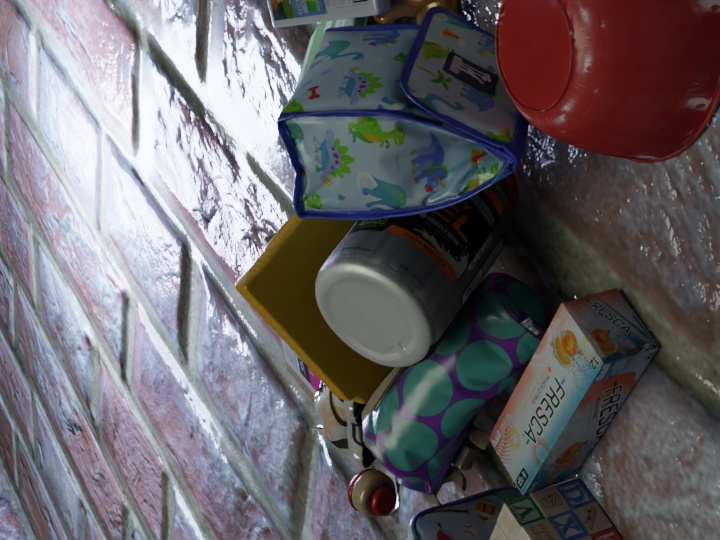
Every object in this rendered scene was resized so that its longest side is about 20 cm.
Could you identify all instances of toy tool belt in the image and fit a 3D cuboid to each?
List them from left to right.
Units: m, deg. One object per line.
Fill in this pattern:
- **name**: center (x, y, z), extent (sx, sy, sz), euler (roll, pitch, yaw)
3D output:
- **toy tool belt**: center (0.064, 0.169, 1.271), extent (0.122, 0.124, 0.202), euler (25, 94, 50)

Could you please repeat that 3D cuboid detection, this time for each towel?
- **towel**: center (-0.027, -0.237, 1.344), extent (0.200, 0.023, 0.154), euler (-45, 26, 57)

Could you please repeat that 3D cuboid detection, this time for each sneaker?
- **sneaker**: center (-0.017, 0.127, 1.326), extent (0.079, 0.074, 0.202), euler (27, 141, 23)

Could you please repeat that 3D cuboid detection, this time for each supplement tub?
- **supplement tub**: center (0.056, -0.022, 1.131), extent (0.121, 0.201, 0.123), euler (22, 141, 19)

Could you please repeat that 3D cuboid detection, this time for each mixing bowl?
- **mixing bowl**: center (0.173, -0.175, 0.973), extent (0.200, 0.107, 0.203), euler (33, 128, 53)

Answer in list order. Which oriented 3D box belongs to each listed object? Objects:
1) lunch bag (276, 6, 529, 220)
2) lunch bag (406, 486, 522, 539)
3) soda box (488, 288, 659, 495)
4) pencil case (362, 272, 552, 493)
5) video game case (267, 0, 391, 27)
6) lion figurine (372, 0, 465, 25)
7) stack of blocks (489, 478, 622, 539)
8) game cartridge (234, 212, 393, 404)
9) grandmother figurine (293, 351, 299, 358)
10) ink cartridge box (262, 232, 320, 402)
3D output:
- **lunch bag**: center (0.048, -0.132, 1.075), extent (0.171, 0.197, 0.129), euler (-68, -25, -50)
- **lunch bag**: center (0.127, 0.298, 1.180), extent (0.201, 0.158, 0.076), euler (54, 143, 37)
- **soda box**: center (0.181, 0.109, 1.110), extent (0.069, 0.063, 0.201), euler (59, 147, 31)
- **pencil case**: center (0.092, 0.102, 1.163), extent (0.092, 0.085, 0.200), euler (40, 108, 0)
- **video game case**: center (-0.051, -0.341, 1.227), extent (0.181, 0.022, 0.203), euler (8, 116, 53)
- **lion figurine**: center (0.076, -0.224, 1.198), extent (0.122, 0.072, 0.202), euler (-16, 100, 55)
- **stack of blocks**: center (0.191, 0.287, 1.104), extent (0.201, 0.114, 0.059), euler (56, 145, 37)
- **game cartridge**: center (0.000, 0.000, 1.201), extent (0.177, 0.201, 0.032), euler (49, 160, -25)
- **grandmother figurine**: center (-0.029, 0.004, 1.275), extent (0.061, 0.120, 0.202), euler (-116, 39, -60)
- **ink cartridge box**: center (-0.034, 0.068, 1.451), extent (0.165, 0.074, 0.202), euler (45, 150, 49)
